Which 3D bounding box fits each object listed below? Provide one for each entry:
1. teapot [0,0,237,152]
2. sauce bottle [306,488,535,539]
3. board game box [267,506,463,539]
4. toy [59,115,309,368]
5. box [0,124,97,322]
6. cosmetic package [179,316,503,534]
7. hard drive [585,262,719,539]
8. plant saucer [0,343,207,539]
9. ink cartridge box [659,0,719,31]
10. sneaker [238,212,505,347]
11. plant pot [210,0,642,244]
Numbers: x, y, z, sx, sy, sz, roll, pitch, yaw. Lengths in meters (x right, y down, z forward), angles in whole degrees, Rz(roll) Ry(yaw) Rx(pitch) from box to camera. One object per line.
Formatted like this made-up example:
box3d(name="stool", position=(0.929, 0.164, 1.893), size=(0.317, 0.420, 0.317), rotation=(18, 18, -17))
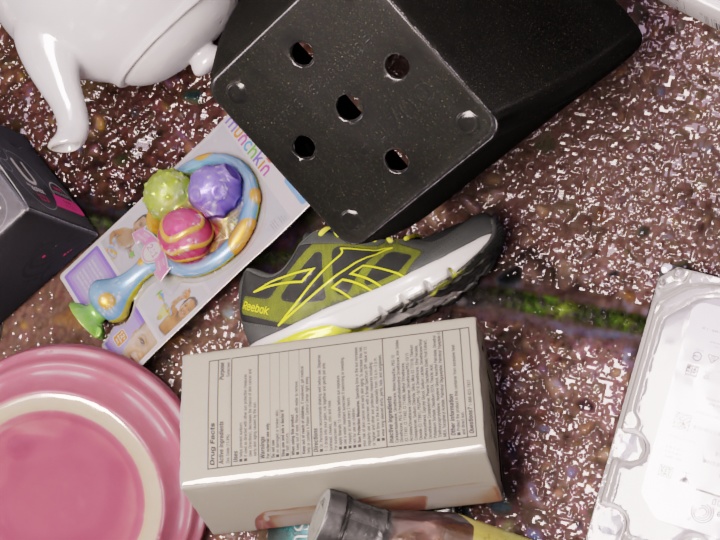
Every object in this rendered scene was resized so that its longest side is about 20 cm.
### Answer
box3d(name="teapot", position=(-0.146, -0.199, 1.302), size=(0.200, 0.197, 0.146), rotation=(-42, 92, 21))
box3d(name="sauce bottle", position=(0.066, 0.188, 1.205), size=(0.200, 0.066, 0.066), rotation=(22, 89, -10))
box3d(name="board game box", position=(0.002, 0.233, 1.275), size=(0.135, 0.028, 0.200), rotation=(-2, 83, 16))
box3d(name="toy", position=(-0.129, -0.031, 1.318), size=(0.200, 0.047, 0.115), rotation=(-45, 54, 11))
box3d(name="box", position=(-0.309, -0.007, 1.343), size=(0.200, 0.122, 0.106), rotation=(-42, 74, 8))
box3d(name="cosmetic package", position=(-0.012, 0.104, 1.240), size=(0.200, 0.087, 0.103), rotation=(-6, 58, 9))
box3d(name="hard drive", position=(0.236, 0.108, 1.220), size=(0.140, 0.038, 0.200), rotation=(16, 89, 17))
box3d(name="plant saucer", position=(-0.204, 0.153, 1.303), size=(0.200, 0.051, 0.201), rotation=(1, 100, 7))
box3d(name="ink cartridge box", position=(0.266, -0.260, 1.255), size=(0.161, 0.050, 0.200), rotation=(30, 87, 17))
box3d(name="sneaker", position=(0.000, 0.000, 1.280), size=(0.200, 0.074, 0.085), rotation=(-26, 76, 11))
box3d(name="plant pot", position=(0.025, -0.133, 1.175), size=(0.200, 0.177, 0.200), rotation=(-38, 98, 32))
